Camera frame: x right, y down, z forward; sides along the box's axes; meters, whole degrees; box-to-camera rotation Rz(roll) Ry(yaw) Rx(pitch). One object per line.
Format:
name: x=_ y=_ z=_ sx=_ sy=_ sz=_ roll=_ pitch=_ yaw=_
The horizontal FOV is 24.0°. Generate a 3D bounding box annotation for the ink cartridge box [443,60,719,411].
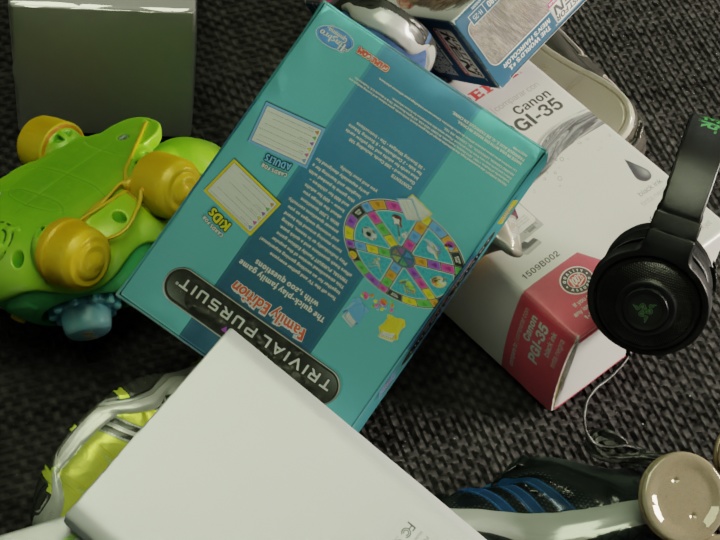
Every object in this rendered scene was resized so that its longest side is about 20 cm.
ink cartridge box: x=0.107 y=-0.031 z=1.079 sx=0.146 sy=0.083 sz=0.200 roll=-34 pitch=63 yaw=-27

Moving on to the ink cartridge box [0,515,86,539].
ink cartridge box: x=-0.126 y=0.178 z=0.884 sx=0.200 sy=0.059 sz=0.104 roll=-15 pitch=71 yaw=-18

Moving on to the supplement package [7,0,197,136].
supplement package: x=-0.171 y=-0.204 z=1.154 sx=0.120 sy=0.121 sz=0.200 roll=1 pitch=52 yaw=-7

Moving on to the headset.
headset: x=0.175 y=0.015 z=0.942 sx=0.094 sy=0.124 sz=0.200 roll=21 pitch=97 yaw=9

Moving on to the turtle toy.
turtle toy: x=-0.156 y=-0.029 z=1.031 sx=0.146 sy=0.101 sz=0.200 roll=20 pitch=46 yaw=38

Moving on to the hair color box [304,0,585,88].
hair color box: x=0.055 y=-0.183 z=1.124 sx=0.100 sy=0.061 sz=0.200 roll=-47 pitch=30 yaw=-13

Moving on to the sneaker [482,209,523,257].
sneaker: x=0.000 y=0.000 z=1.003 sx=0.200 sy=0.075 sz=0.090 roll=-32 pitch=68 yaw=22

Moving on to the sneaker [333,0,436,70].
sneaker: x=-0.014 y=-0.106 z=1.064 sx=0.076 sy=0.200 sz=0.077 roll=32 pitch=64 yaw=-6

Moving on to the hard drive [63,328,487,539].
hard drive: x=-0.033 y=0.142 z=0.870 sx=0.200 sy=0.026 sz=0.132 roll=39 pitch=68 yaw=4

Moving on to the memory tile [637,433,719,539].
memory tile: x=0.248 y=0.171 z=0.927 sx=0.153 sy=0.017 sz=0.200 roll=-24 pitch=86 yaw=-19

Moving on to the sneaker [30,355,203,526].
sneaker: x=-0.094 y=0.098 z=0.958 sx=0.200 sy=0.075 sz=0.076 roll=-32 pitch=62 yaw=-26

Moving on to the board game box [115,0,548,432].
board game box: x=-0.015 y=-0.023 z=0.940 sx=0.151 sy=0.047 sz=0.200 roll=35 pitch=89 yaw=8

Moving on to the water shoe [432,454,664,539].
water shoe: x=0.086 y=0.147 z=0.959 sx=0.200 sy=0.072 sz=0.079 roll=0 pitch=30 yaw=-11

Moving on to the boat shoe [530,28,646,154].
boat shoe: x=0.125 y=-0.140 z=1.194 sx=0.067 sy=0.057 sz=0.200 roll=-46 pitch=60 yaw=6
